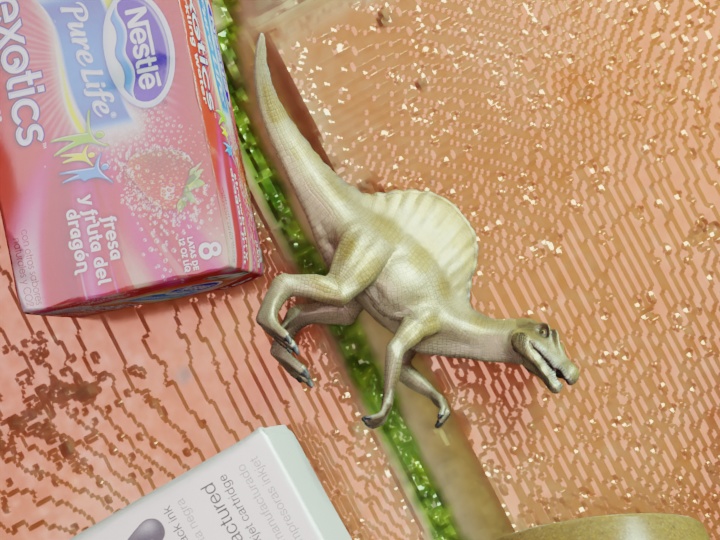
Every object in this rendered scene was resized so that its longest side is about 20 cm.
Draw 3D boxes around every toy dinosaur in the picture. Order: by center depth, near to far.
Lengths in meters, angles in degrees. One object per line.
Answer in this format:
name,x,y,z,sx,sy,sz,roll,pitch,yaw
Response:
toy dinosaur,0.000,0.000,1.240,0.200,0.058,0.101,43,78,-2

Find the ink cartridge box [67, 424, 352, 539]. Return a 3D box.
ink cartridge box,-0.087,0.177,1.219,0.199,0.084,0.146,-30,85,4

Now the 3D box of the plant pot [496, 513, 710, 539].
plant pot,0.106,0.206,1.163,0.185,0.186,0.202,-8,74,6

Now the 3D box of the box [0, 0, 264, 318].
box,-0.110,-0.086,1.222,0.095,0.100,0.202,-12,86,5
